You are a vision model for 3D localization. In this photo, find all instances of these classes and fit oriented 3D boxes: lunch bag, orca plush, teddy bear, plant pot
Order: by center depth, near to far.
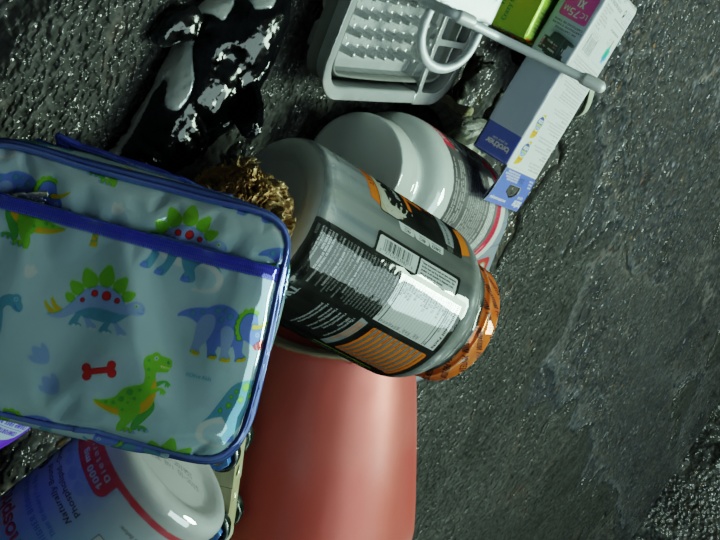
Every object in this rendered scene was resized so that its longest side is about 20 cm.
[{"bbox_3d":[-0.146,0.013,0.833,0.082,0.200,0.161,-161,-92,-79],"label":"lunch bag"},{"bbox_3d":[-0.099,-0.106,0.942,0.200,0.071,0.105,-47,153,-24],"label":"orca plush"},{"bbox_3d":[-0.129,0.008,0.952,0.200,0.067,0.145,-38,-154,32],"label":"teddy bear"},{"bbox_3d":[-0.040,0.120,1.191,0.200,0.200,0.177,-21,125,-53],"label":"plant pot"}]

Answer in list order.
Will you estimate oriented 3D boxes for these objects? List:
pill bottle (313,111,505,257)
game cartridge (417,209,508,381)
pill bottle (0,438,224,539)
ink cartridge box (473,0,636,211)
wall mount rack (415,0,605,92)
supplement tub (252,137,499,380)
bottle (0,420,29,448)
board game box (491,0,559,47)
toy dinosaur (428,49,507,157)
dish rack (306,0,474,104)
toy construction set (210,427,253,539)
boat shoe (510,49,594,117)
[{"bbox_3d":[0.035,-0.066,1.190,0.111,0.111,0.200,-61,155,5],"label":"pill bottle"},{"bbox_3d":[0.073,0.027,1.457,0.133,0.041,0.200,-13,130,-52],"label":"game cartridge"},{"bbox_3d":[-0.198,0.185,0.991,0.200,0.109,0.109,-38,158,12],"label":"pill bottle"},{"bbox_3d":[0.153,-0.146,1.210,0.200,0.042,0.119,-62,163,8],"label":"ink cartridge box"},{"bbox_3d":[0.133,-0.222,1.098,0.174,0.075,0.200,15,104,-44],"label":"wall mount rack"},{"bbox_3d":[0.000,0.000,1.043,0.200,0.123,0.123,30,91,-39],"label":"supplement tub"},{"bbox_3d":[-0.226,0.063,0.905,0.200,0.065,0.084,-56,151,-4],"label":"bottle"},{"bbox_3d":[0.166,-0.278,1.178,0.200,0.048,0.102,-64,164,9],"label":"board game box"},{"bbox_3d":[0.094,-0.140,1.298,0.088,0.047,0.200,-49,151,-4],"label":"toy dinosaur"},{"bbox_3d":[0.035,-0.211,1.106,0.200,0.044,0.172,-9,127,-59],"label":"dish rack"},{"bbox_3d":[-0.153,0.152,1.094,0.092,0.131,0.200,-65,164,-55],"label":"toy construction set"},{"bbox_3d":[0.163,-0.207,1.310,0.066,0.075,0.199,-33,143,-20],"label":"boat shoe"}]
